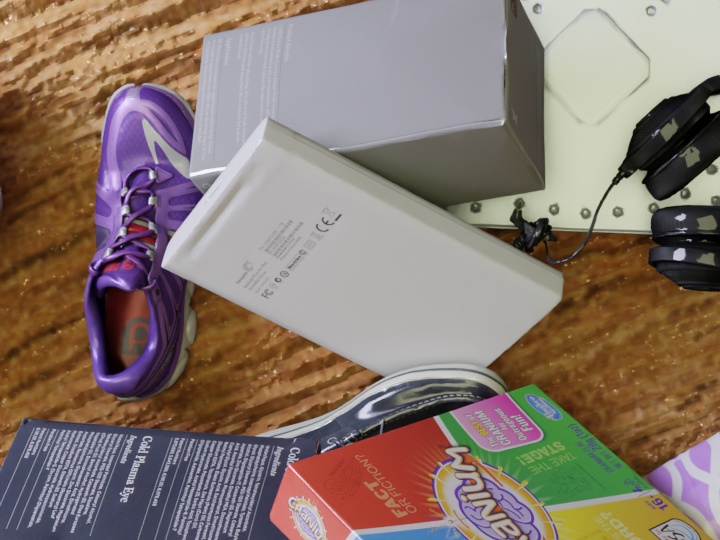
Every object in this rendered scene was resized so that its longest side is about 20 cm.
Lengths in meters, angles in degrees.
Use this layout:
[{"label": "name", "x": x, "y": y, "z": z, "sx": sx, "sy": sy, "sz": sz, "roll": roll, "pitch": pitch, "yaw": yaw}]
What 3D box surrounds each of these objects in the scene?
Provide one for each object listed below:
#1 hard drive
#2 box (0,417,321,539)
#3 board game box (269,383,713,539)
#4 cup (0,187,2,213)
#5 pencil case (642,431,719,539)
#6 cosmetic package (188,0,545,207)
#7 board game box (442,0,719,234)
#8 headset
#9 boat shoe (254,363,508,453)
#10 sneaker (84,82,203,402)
[{"label": "hard drive", "x": 0.000, "y": 0.000, "z": 0.964, "sx": 0.199, "sy": 0.026, "sz": 0.132, "roll": 27, "pitch": 136, "yaw": -18}, {"label": "box", "x": -0.114, "y": 0.199, "z": 0.975, "sx": 0.181, "sy": 0.104, "sz": 0.201, "roll": 2, "pitch": 127, "yaw": 8}, {"label": "board game box", "x": 0.074, "y": 0.142, "z": 0.896, "sx": 0.153, "sy": 0.199, "sz": 0.040, "roll": 41, "pitch": 127, "yaw": 33}, {"label": "cup", "x": -0.303, "y": -0.064, "z": 1.012, "sx": 0.143, "sy": 0.200, "sz": 0.201, "roll": -17, "pitch": 89, "yaw": -17}, {"label": "pencil case", "x": 0.175, "y": 0.173, "z": 0.992, "sx": 0.200, "sy": 0.084, "sz": 0.086, "roll": -33, "pitch": 125, "yaw": 10}, {"label": "cosmetic package", "x": 0.006, "y": -0.094, "z": 0.968, "sx": 0.199, "sy": 0.090, "sz": 0.107, "roll": -5, "pitch": 61, "yaw": 19}, {"label": "board game box", "x": 0.143, "y": -0.124, "z": 1.013, "sx": 0.199, "sy": 0.026, "sz": 0.201, "roll": 2, "pitch": 92, "yaw": 8}, {"label": "headset", "x": 0.190, "y": -0.043, "z": 0.972, "sx": 0.199, "sy": 0.094, "sz": 0.124, "roll": -15, "pitch": 86, "yaw": -7}, {"label": "boat shoe", "x": 0.001, "y": 0.116, "z": 1.010, "sx": 0.199, "sy": 0.062, "sz": 0.075, "roll": -22, "pitch": 133, "yaw": 12}, {"label": "sneaker", "x": -0.134, "y": -0.017, "z": 1.027, "sx": 0.080, "sy": 0.083, "sz": 0.201, "roll": 1, "pitch": 91, "yaw": 8}]
